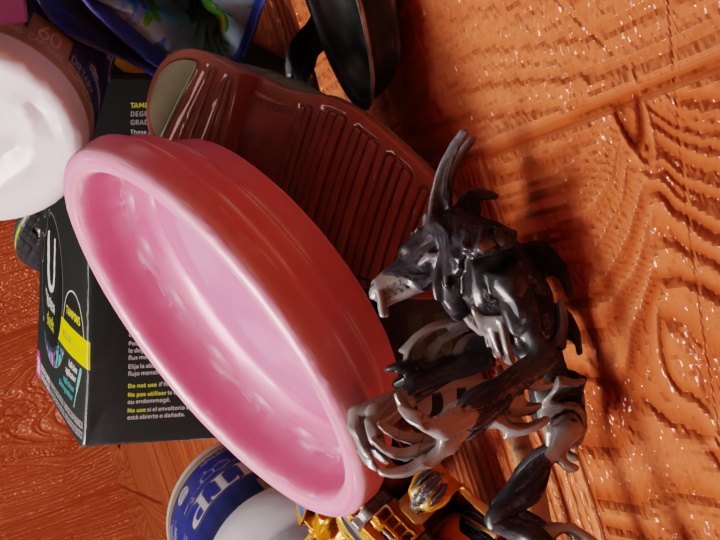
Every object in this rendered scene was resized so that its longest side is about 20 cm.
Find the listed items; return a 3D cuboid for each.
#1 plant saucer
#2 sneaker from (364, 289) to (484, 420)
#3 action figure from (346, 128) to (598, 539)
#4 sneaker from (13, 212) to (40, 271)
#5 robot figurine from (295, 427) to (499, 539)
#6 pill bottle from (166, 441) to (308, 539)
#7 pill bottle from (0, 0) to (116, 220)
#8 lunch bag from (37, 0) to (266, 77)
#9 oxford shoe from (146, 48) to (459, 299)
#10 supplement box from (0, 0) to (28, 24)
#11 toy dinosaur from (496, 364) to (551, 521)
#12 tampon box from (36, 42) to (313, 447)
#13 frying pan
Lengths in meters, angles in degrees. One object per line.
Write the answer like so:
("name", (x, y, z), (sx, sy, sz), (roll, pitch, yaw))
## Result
("plant saucer", (-0.051, 0.017, 0.972), (0.200, 0.051, 0.201), (42, 157, 23))
("sneaker", (0.000, 0.000, 1.062), (0.200, 0.074, 0.088), (29, 127, 56))
("action figure", (0.046, 0.053, 0.842), (0.119, 0.101, 0.201), (82, 166, -85))
("sneaker", (-0.145, -0.084, 1.329), (0.074, 0.200, 0.081), (31, -167, -30))
("robot figurine", (0.020, 0.140, 1.102), (0.145, 0.058, 0.200), (44, 163, 12))
("pill bottle", (-0.048, 0.184, 1.386), (0.200, 0.119, 0.121), (-149, 41, -70))
("pill bottle", (-0.170, -0.129, 1.076), (0.201, 0.110, 0.112), (-82, -11, -46))
("lunch bag", (-0.097, -0.200, 1.014), (0.200, 0.126, 0.171), (75, -175, -64))
("oxford shoe", (-0.009, -0.048, 0.984), (0.200, 0.074, 0.071), (36, 111, 36))
("supplement box", (-0.209, -0.208, 0.958), (0.086, 0.109, 0.201), (97, 165, -64))
("toy dinosaur", (0.066, 0.158, 0.959), (0.201, 0.106, 0.060), (-67, -9, 11))
("tampon box", (-0.107, -0.021, 1.216), (0.150, 0.125, 0.202), (-145, 55, -68))
("frying pan", (-0.008, -0.107, 0.994), (0.191, 0.031, 0.115), (86, 163, -58))
